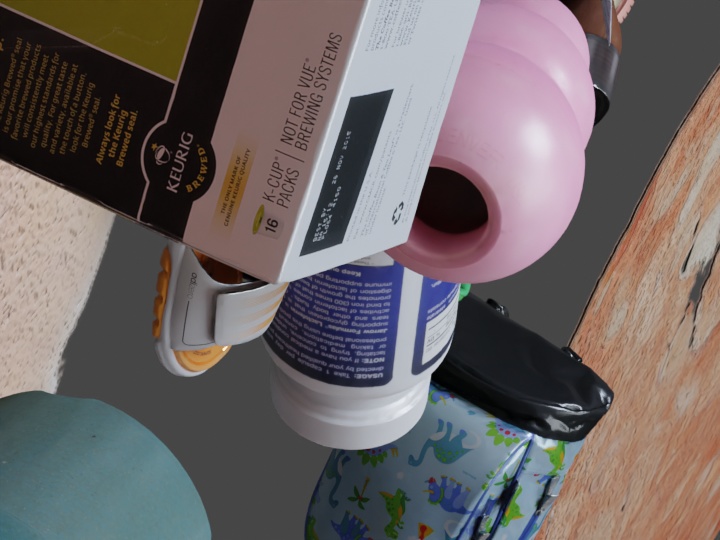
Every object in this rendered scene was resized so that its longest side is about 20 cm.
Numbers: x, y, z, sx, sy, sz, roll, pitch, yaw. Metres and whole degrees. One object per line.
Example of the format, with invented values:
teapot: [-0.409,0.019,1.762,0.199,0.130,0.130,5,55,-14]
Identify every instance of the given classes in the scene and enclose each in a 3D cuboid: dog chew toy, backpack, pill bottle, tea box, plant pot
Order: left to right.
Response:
plant pot: [-0.166,0.156,1.333,0.196,0.199,0.201,-49,156,-62]
tea box: [-0.059,-0.128,1.245,0.134,0.196,0.201,-19,131,-65]
pill bottle: [0.000,0.000,1.700,0.116,0.115,0.201,-50,156,-41]
backpack: [0.050,0.134,1.974,0.154,0.163,0.201,-28,146,-49]
dog chew toy: [0.067,-0.081,1.570,0.200,0.124,0.125,-61,165,-54]

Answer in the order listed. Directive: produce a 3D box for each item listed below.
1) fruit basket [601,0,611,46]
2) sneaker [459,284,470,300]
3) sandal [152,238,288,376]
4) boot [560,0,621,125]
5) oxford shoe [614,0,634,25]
fruit basket: [0.124,-0.254,1.697,0.186,0.093,0.201,-92,-176,-60]
sneaker: [0.023,0.019,1.824,0.074,0.083,0.201,-74,173,-45]
sandal: [-0.066,-0.014,1.588,0.079,0.059,0.207,-50,156,-40]
boot: [0.101,-0.155,1.871,0.188,0.068,0.201,-44,-151,50]
oxford shoe: [0.148,-0.218,1.959,0.074,0.071,0.201,44,68,-45]
